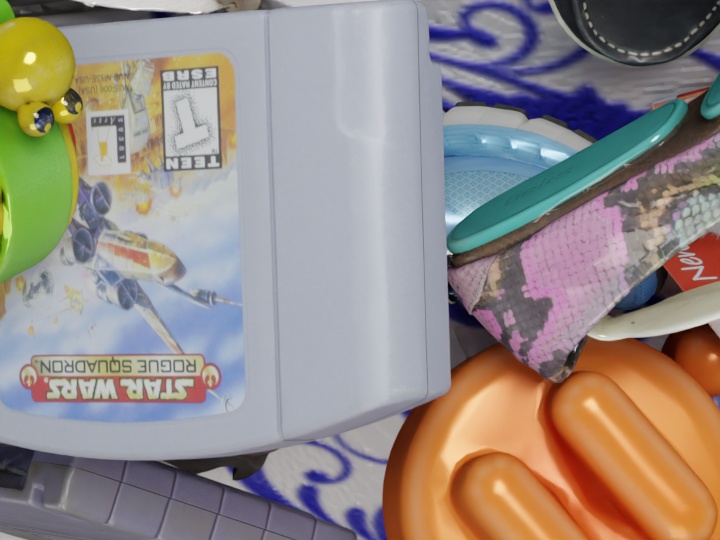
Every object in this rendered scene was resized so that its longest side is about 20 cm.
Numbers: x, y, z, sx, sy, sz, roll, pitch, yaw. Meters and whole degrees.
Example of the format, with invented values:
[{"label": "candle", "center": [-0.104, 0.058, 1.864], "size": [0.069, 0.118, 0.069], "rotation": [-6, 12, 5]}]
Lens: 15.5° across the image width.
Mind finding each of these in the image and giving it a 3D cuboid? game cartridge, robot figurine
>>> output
[{"label": "game cartridge", "center": [-0.065, -0.009, 0.804], "size": [0.200, 0.133, 0.042], "rotation": [-2, 177, 33]}, {"label": "game cartridge", "center": [-0.106, 0.085, 0.991], "size": [0.129, 0.038, 0.200], "rotation": [18, 170, -36]}, {"label": "robot figurine", "center": [0.064, 0.080, 0.904], "size": [0.116, 0.144, 0.200], "rotation": [10, 175, -2]}]

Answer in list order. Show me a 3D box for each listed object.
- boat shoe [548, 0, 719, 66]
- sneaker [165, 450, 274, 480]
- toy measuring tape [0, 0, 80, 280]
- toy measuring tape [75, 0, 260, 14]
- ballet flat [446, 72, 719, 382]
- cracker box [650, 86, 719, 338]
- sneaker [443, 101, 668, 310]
[{"label": "boat shoe", "center": [0.090, -0.110, 0.703], "size": [0.074, 0.062, 0.200], "rotation": [11, 148, -6]}, {"label": "sneaker", "center": [-0.087, 0.008, 0.915], "size": [0.200, 0.074, 0.088], "rotation": [20, 146, -32]}, {"label": "toy measuring tape", "center": [-0.140, -0.012, 0.790], "size": [0.074, 0.074, 0.200], "rotation": [28, 139, -26]}, {"label": "toy measuring tape", "center": [-0.123, -0.108, 0.760], "size": [0.200, 0.074, 0.074], "rotation": [5, 147, -10]}, {"label": "ballet flat", "center": [0.111, -0.030, 0.760], "size": [0.200, 0.069, 0.071], "rotation": [-36, 99, 33]}, {"label": "cracker box", "center": [0.204, -0.015, 0.818], "size": [0.200, 0.058, 0.134], "rotation": [-13, 140, 30]}, {"label": "sneaker", "center": [0.000, 0.000, 0.860], "size": [0.200, 0.090, 0.078], "rotation": [3, 145, 8]}]
